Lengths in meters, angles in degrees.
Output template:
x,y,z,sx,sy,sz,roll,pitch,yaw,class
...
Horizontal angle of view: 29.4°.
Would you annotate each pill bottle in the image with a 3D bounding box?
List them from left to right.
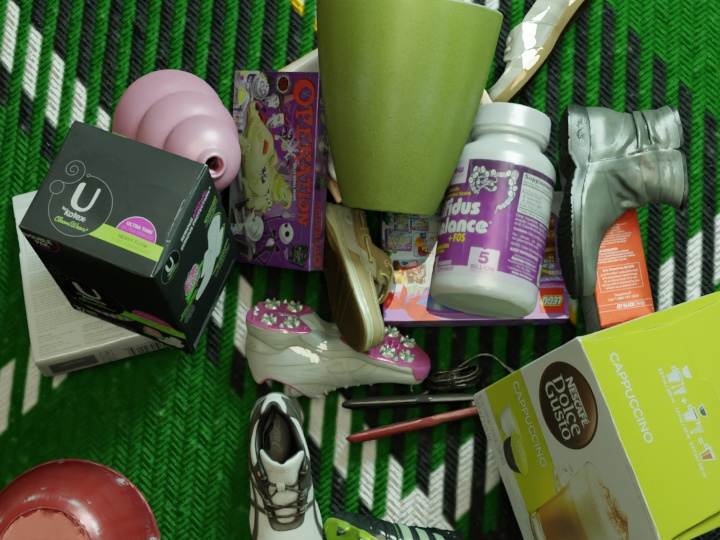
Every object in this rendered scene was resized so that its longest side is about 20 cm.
x,y,z,sx,sy,sz,roll,pitch,yaw,class
0.138,-0.061,1.390,0.111,0.112,0.203,10,78,3,pill bottle

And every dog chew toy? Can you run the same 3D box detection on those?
x,y,z,sx,sy,sz,roll,pitch,yaw,class
-0.181,-0.133,1.408,0.123,0.200,0.126,-8,112,-22,dog chew toy

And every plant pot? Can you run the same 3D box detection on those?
x,y,z,sx,sy,sz,roll,pitch,yaw,class
0.037,-0.159,1.352,0.184,0.187,0.203,7,94,2,plant pot

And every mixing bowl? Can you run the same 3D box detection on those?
x,y,z,sx,sy,sz,roll,pitch,yaw,class
-0.303,0.286,1.372,0.197,0.108,0.203,0,78,0,mixing bowl

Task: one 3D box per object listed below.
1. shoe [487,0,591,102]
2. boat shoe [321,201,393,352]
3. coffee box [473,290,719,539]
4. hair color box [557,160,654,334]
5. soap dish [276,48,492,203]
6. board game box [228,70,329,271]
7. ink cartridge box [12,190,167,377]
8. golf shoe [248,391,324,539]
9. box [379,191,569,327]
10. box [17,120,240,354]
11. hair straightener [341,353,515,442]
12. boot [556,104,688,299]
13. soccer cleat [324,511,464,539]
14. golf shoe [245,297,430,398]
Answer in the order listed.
x,y,z,sx,sy,sz,roll,pitch,yaw,class
0.190,-0.256,1.492,0.053,0.070,0.201,36,73,4,shoe
0.000,0.000,1.408,0.065,0.075,0.201,-2,46,-18,boat shoe
0.262,0.160,1.305,0.198,0.198,0.202,-14,77,-31,coffee box
0.254,-0.035,1.429,0.060,0.102,0.203,-9,79,0,hair color box
0.022,-0.183,1.473,0.198,0.081,0.158,-30,80,-5,soap dish
-0.086,-0.105,1.430,0.119,0.032,0.203,6,96,33,board game box
-0.279,-0.001,1.470,0.160,0.057,0.202,-14,61,-1,ink cartridge box
-0.082,0.224,1.388,0.077,0.095,0.203,-11,80,-2,golf shoe
0.119,-0.011,1.458,0.197,0.039,0.139,-1,78,1,box
-0.219,-0.028,1.341,0.147,0.201,0.125,19,68,12,box
0.076,0.124,1.428,0.197,0.041,0.078,-12,78,4,hair straightener
0.263,-0.070,1.354,0.129,0.068,0.203,3,80,-3,boot
0.058,0.288,1.390,0.198,0.068,0.081,20,36,20,soccer cleat
-0.026,0.094,1.425,0.197,0.075,0.093,15,115,8,golf shoe
